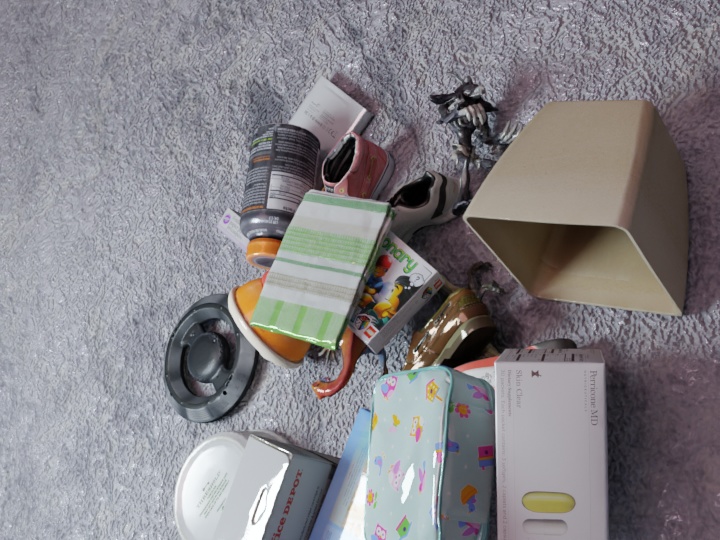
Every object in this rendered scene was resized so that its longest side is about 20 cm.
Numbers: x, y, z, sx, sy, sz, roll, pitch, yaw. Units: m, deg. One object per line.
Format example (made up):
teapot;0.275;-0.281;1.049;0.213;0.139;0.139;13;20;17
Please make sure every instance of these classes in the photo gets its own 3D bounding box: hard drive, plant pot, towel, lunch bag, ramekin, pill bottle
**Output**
hard drive;-0.078;-0.192;1.543;0.201;0.026;0.132;-55;49;9
plant pot;0.267;-0.082;1.123;0.198;0.200;0.179;8;67;40
towel;-0.048;-0.004;1.271;0.148;0.031;0.202;12;71;34
lunch bag;0.069;0.202;1.046;0.160;0.076;0.203;-20;59;56
ramekin;-0.174;0.318;1.377;0.200;0.094;0.205;-15;65;34
pill bottle;-0.121;-0.105;1.453;0.105;0.106;0.203;-7;67;36

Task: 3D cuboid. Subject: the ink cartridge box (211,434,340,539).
ink cartridge box;-0.073;0.300;1.231;0.083;0.199;0.146;15;82;40

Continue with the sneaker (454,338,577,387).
sneaker;0.172;0.161;1.172;0.199;0.067;0.109;-21;59;25

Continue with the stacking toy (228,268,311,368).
stacking toy;-0.074;0.026;1.383;0.200;0.146;0.147;-42;52;12

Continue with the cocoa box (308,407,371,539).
cocoa box;0.044;0.289;1.187;0.132;0.131;0.203;19;85;41

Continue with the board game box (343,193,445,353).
board game box;0.000;0.000;1.280;0.126;0.035;0.200;-45;53;-5

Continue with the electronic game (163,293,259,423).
electronic game;-0.233;0.135;1.530;0.198;0.041;0.203;-14;66;33

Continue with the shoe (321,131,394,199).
shoe;-0.031;-0.098;1.425;0.071;0.091;0.202;30;93;42

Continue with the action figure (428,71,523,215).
action figure;0.156;-0.177;1.294;0.102;0.118;0.203;-21;69;52

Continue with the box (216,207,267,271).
box;-0.152;-0.035;1.533;0.199;0.041;0.039;38;97;40

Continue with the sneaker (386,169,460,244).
sneaker;0.050;-0.078;1.361;0.199;0.080;0.075;-34;57;26

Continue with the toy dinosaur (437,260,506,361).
toy dinosaur;0.141;0.036;1.267;0.088;0.047;0.201;-50;46;21

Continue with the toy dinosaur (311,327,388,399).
toy dinosaur;-0.020;0.078;1.301;0.103;0.182;0.203;-3;114;17

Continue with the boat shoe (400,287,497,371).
boat shoe;0.096;0.104;1.240;0.200;0.071;0.069;-50;52;33

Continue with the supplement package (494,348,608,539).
supplement package;0.201;0.188;1.031;0.109;0.156;0.204;-2;90;12
